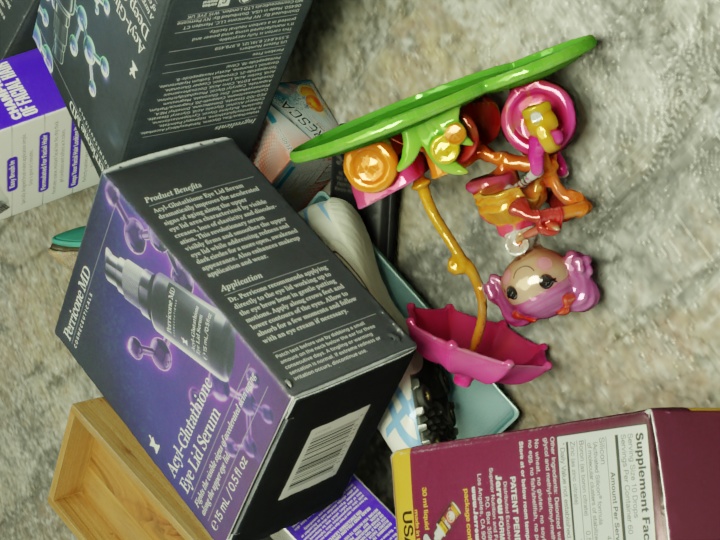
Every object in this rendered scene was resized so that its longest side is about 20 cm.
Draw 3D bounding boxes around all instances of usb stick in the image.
[{"bbox_3d":[0.000,0.000,1.086,0.055,0.033,0.201,15,109,39],"label":"usb stick"}]

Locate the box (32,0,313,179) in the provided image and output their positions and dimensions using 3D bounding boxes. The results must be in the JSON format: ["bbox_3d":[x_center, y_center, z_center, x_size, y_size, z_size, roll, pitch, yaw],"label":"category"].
[{"bbox_3d":[-0.124,-0.171,1.011,0.149,0.107,0.200,61,148,25],"label":"box"}]

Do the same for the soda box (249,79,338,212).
[{"bbox_3d":[-0.090,-0.050,1.148,0.200,0.063,0.069,-48,65,40],"label":"soda box"}]

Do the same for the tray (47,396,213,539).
[{"bbox_3d":[-0.160,0.194,1.182,0.200,0.037,0.099,40,125,33],"label":"tray"}]

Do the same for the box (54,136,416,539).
[{"bbox_3d":[-0.083,0.042,0.970,0.200,0.104,0.148,46,134,25],"label":"box"}]

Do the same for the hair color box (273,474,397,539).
[{"bbox_3d":[-0.002,0.190,1.052,0.200,0.065,0.109,45,166,24],"label":"hair color box"}]

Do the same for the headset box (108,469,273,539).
[{"bbox_3d":[-0.124,0.176,1.223,0.200,0.077,0.150,-18,86,48],"label":"headset box"}]

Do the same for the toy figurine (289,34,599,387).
[{"bbox_3d":[0.081,-0.023,0.959,0.199,0.150,0.185,-19,99,22],"label":"toy figurine"}]

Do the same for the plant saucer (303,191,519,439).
[{"bbox_3d":[0.022,0.040,1.051,0.200,0.019,0.070,48,119,12],"label":"plant saucer"}]

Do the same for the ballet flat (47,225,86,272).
[{"bbox_3d":[-0.158,-0.004,1.138,0.199,0.068,0.068,-5,103,48],"label":"ballet flat"}]

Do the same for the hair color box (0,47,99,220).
[{"bbox_3d":[-0.212,-0.111,1.145,0.065,0.199,0.109,54,152,22],"label":"hair color box"}]

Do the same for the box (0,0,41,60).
[{"bbox_3d":[-0.219,-0.212,1.175,0.200,0.148,0.107,-48,65,40],"label":"box"}]

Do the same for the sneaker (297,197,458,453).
[{"bbox_3d":[0.003,0.052,1.010,0.072,0.072,0.201,-29,79,18],"label":"sneaker"}]

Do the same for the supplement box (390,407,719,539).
[{"bbox_3d":[0.131,0.140,0.899,0.199,0.130,0.104,-15,74,46],"label":"supplement box"}]
